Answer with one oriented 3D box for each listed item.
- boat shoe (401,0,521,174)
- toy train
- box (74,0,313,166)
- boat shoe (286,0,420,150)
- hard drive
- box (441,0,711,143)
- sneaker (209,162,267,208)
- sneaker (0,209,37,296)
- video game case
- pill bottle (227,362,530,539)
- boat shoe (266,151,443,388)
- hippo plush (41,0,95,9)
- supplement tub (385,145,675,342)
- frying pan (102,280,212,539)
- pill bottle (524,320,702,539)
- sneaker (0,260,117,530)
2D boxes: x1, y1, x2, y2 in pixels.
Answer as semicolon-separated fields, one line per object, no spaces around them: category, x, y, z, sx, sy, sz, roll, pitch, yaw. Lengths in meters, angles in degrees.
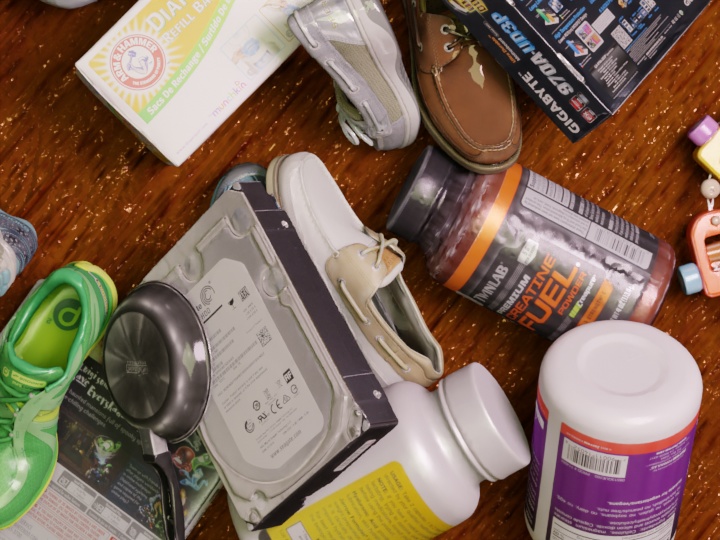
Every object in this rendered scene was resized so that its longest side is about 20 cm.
boat shoe;0.068;-0.166;1.331;0.072;0.068;0.200;-14;66;-11
toy train;0.320;-0.060;1.404;0.200;0.056;0.150;-21;94;-2
box;-0.101;-0.177;1.331;0.200;0.112;0.101;-45;98;-2
boat shoe;-0.003;-0.139;1.305;0.065;0.202;0.074;-23;69;0
hard drive;-0.070;0.058;1.267;0.140;0.038;0.200;-43;65;34
box;0.155;-0.204;1.331;0.159;0.046;0.200;47;47;-4
sneaker;-0.066;0.020;1.345;0.079;0.096;0.200;-7;91;-6
sneaker;-0.325;-0.034;1.340;0.200;0.086;0.078;24;120;14
video game case;-0.205;0.135;1.346;0.200;0.023;0.182;35;88;12
pill bottle;0.015;0.147;1.321;0.200;0.111;0.111;-30;93;15
boat shoe;0.000;0.000;1.347;0.068;0.075;0.200;-15;110;32
hippo plush;-0.170;-0.255;1.306;0.159;0.161;0.200;-3;61;-29
supplement tub;0.121;-0.015;1.358;0.200;0.107;0.107;27;88;-4
frying pan;-0.152;0.099;1.305;0.031;0.115;0.190;-5;116;-43
pill bottle;0.176;0.140;1.324;0.112;0.113;0.200;-3;131;-5
sneaker;-0.238;0.083;1.304;0.074;0.084;0.200;20;85;10
